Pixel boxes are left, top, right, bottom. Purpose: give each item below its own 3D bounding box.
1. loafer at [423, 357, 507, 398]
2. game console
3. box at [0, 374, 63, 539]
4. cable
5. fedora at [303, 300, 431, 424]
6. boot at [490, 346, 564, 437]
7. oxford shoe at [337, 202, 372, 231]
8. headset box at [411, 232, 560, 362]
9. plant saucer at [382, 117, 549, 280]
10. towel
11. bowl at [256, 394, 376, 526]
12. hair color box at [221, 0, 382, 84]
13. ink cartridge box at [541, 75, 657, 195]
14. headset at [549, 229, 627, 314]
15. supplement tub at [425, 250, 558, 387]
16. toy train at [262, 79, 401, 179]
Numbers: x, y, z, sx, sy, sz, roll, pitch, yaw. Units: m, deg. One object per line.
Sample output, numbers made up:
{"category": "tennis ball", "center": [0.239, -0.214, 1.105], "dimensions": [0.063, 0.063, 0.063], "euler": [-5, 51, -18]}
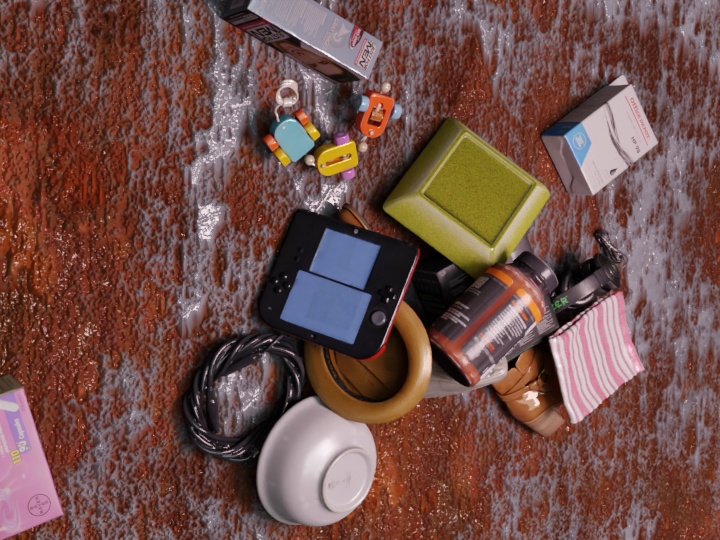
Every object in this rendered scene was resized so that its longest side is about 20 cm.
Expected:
{"category": "loafer", "center": [0.124, 0.154, 1.668], "dimensions": [0.070, 0.199, 0.070], "euler": [54, 35, -56]}
{"category": "game console", "center": [-0.033, 0.020, 1.570], "dimensions": [0.178, 0.199, 0.031], "euler": [-70, 159, -4]}
{"category": "box", "center": [-0.497, 0.250, 1.387], "dimensions": [0.199, 0.097, 0.177], "euler": [-19, 104, -24]}
{"category": "cable", "center": [-0.160, 0.172, 1.589], "dimensions": [0.163, 0.051, 0.201], "euler": [30, 84, -22]}
{"category": "fedora", "center": [0.018, 0.120, 1.603], "dimensions": [0.082, 0.200, 0.202], "euler": [10, 91, -69]}
{"category": "boot", "center": [0.307, 0.155, 1.810], "dimensions": [0.155, 0.074, 0.200], "euler": [44, 76, -25]}
{"category": "oxford shoe", "center": [0.000, 0.000, 1.639], "dimensions": [0.071, 0.071, 0.201], "euler": [-25, 107, -18]}
{"category": "headset box", "center": [0.189, 0.038, 1.726], "dimensions": [0.174, 0.093, 0.201], "euler": [-30, 108, -22]}
{"category": "plant saucer", "center": [0.168, -0.113, 1.664], "dimensions": [0.200, 0.048, 0.200], "euler": [37, 66, -1]}
{"category": "towel", "center": [0.376, 0.135, 1.782], "dimensions": [0.200, 0.030, 0.147], "euler": [-29, 106, -40]}
{"category": "bowl", "center": [-0.044, 0.285, 1.604], "dimensions": [0.200, 0.090, 0.202], "euler": [-14, 112, -39]}
{"category": "hair color box", "center": [-0.080, -0.331, 1.543], "dimensions": [0.199, 0.099, 0.061], "euler": [25, 83, -27]}
{"category": "ink cartridge box", "center": [0.404, -0.225, 1.827], "dimensions": [0.200, 0.067, 0.116], "euler": [-38, 110, -19]}
{"category": "headset", "center": [0.361, 0.005, 1.809], "dimensions": [0.200, 0.123, 0.094], "euler": [-29, 86, -38]}
{"category": "supplement tub", "center": [0.189, 0.064, 1.591], "dimensions": [0.200, 0.107, 0.107], "euler": [-43, 113, -10]}
{"category": "toy train", "center": [-0.048, -0.211, 1.584], "dimensions": [0.199, 0.056, 0.151], "euler": [5, 113, -30]}
